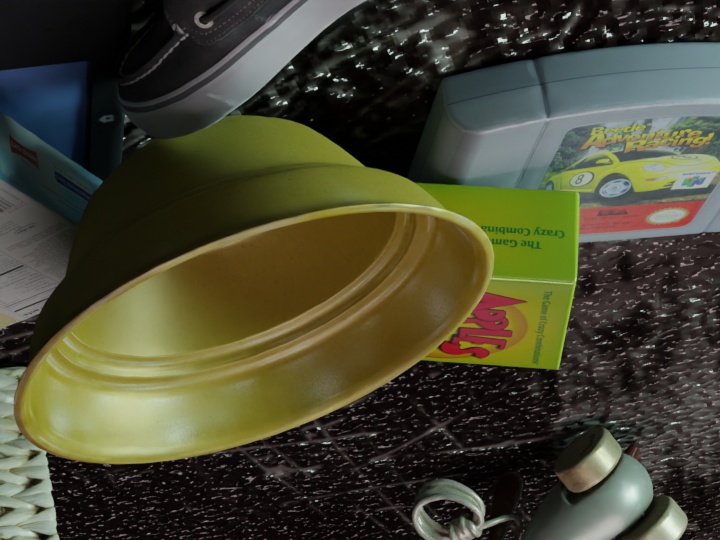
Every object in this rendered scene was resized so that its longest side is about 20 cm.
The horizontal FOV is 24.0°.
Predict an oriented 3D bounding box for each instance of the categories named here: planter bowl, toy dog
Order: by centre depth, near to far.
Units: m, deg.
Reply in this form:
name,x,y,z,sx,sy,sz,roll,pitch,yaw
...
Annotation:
name,x,y,z,sx,sy,sz,roll,pitch,yaw
planter bowl,-0.053,-0.004,0.685,0.198,0.084,0.201,-18,155,-9
toy dog,0.146,0.184,1.257,0.198,0.133,0.096,-16,-167,23

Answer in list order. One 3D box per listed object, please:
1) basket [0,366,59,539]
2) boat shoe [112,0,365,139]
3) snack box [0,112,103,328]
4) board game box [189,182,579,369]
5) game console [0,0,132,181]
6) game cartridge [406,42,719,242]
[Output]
name,x,y,z,sx,sy,sz,roll,pitch,yaw
basket,-0.272,0.164,0.969,0.198,0.162,0.199,-2,154,-16
boat shoe,-0.036,-0.113,0.591,0.066,0.070,0.199,36,142,-26
snack box,-0.206,0.001,0.730,0.198,0.037,0.116,-21,155,17
board game box,0.000,0.000,0.802,0.198,0.048,0.102,4,154,4
game console,-0.182,-0.059,0.685,0.175,0.031,0.200,-4,155,-12
game cartridge,0.125,-0.058,0.799,0.198,0.041,0.133,-5,151,-12
